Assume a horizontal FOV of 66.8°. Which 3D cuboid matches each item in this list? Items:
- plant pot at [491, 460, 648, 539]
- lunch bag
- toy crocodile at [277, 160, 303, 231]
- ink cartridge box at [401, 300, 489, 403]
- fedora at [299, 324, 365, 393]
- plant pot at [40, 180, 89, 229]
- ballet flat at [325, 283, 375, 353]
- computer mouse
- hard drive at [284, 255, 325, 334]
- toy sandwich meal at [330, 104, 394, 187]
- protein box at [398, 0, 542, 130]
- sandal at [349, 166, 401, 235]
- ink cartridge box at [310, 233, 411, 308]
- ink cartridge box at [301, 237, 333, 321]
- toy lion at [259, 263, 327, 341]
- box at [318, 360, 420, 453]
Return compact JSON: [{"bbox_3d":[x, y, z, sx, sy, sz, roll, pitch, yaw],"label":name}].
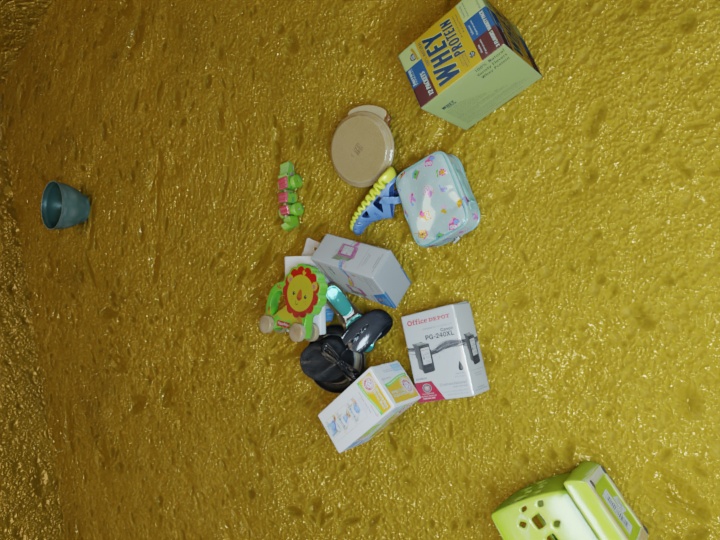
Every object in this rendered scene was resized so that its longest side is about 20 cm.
[{"bbox_3d":[0.390,0.469,0.987,0.181,0.199,0.200,-41,65,23],"label":"plant pot"},{"bbox_3d":[0.178,-0.157,1.233,0.160,0.077,0.200,-27,73,33],"label":"lunch bag"},{"bbox_3d":[-0.205,-0.210,1.540,0.067,0.062,0.200,-7,84,37],"label":"toy crocodile"},{"bbox_3d":[0.185,0.180,1.215,0.145,0.083,0.200,-19,79,37],"label":"ink cartridge box"},{"bbox_3d":[-0.087,0.234,1.419,0.200,0.092,0.201,0,90,38],"label":"fedora"},{"bbox_3d":[-1.227,-0.266,2.289,0.200,0.134,0.201,-1,88,37],"label":"plant pot"},{"bbox_3d":[-0.029,0.117,1.381,0.068,0.072,0.200,-37,94,-4],"label":"ballet flat"},{"bbox_3d":[0.018,0.172,1.290,0.140,0.200,0.046,46,153,24],"label":"computer mouse"},{"bbox_3d":[-0.145,0.062,1.424,0.132,0.026,0.200,-1,91,40],"label":"hard drive"},{"bbox_3d":[0.011,-0.311,1.376,0.205,0.070,0.206,6,102,31],"label":"toy sandwich meal"},{"bbox_3d":[0.226,-0.420,1.122,0.198,0.200,0.135,-31,71,33],"label":"protein box"},{"bbox_3d":[0.046,-0.154,1.340,0.087,0.080,0.200,38,126,-2],"label":"sandal"},{"bbox_3d":[0.000,0.000,1.314,0.200,0.145,0.085,18,67,38],"label":"ink cartridge box"},{"bbox_3d":[-0.109,0.024,1.458,0.116,0.067,0.200,25,105,36],"label":"ink cartridge box"},{"bbox_3d":[-0.165,0.077,1.385,0.200,0.069,0.192,7,90,43],"label":"toy lion"},{"bbox_3d":[0.019,0.305,1.226,0.200,0.112,0.101,-47,64,28],"label":"box"}]
